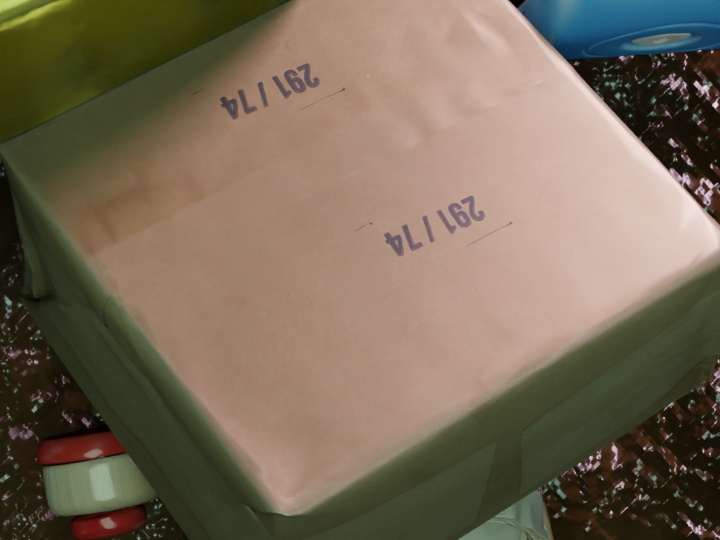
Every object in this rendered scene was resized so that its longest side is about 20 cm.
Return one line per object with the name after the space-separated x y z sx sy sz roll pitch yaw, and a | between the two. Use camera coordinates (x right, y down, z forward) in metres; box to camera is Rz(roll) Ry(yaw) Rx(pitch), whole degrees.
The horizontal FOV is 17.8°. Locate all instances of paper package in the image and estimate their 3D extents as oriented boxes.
0.000 0.000 0.830 0.199 0.104 0.191 -30 63 -20 | paper package

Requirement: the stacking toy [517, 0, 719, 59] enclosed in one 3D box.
0.105 -0.187 0.890 0.109 0.116 0.202 -5 85 -10 | stacking toy

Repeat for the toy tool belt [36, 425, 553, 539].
-0.021 0.111 0.901 0.198 0.125 0.124 -9 90 -3 | toy tool belt

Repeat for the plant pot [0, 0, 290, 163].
-0.142 -0.153 0.827 0.199 0.201 0.190 -24 83 -1 | plant pot
